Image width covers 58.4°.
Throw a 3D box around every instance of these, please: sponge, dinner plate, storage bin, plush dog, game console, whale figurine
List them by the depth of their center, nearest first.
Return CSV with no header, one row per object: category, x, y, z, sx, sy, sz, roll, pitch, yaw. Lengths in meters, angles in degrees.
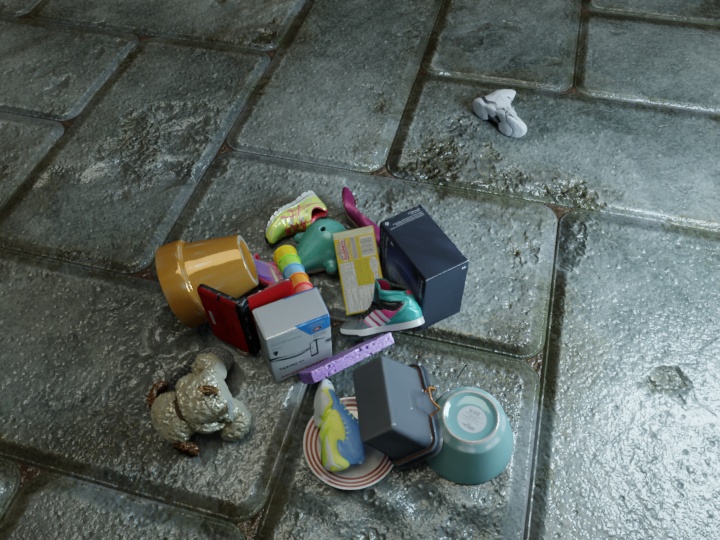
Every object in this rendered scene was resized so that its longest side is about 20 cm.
storage bin,0.069,0.265,1.266,0.145,0.134,0.201,-31,48,26
plush dog,-0.345,0.283,1.312,0.171,0.160,0.200,-32,78,5
dinner plate,-0.019,0.357,1.333,0.199,0.024,0.201,-1,53,2
sponge,-0.032,0.192,1.402,0.199,0.112,0.030,-23,88,-20
game console,-0.243,0.084,1.421,0.172,0.200,0.119,22,55,18
whale figurine,-0.116,-0.052,1.602,0.200,0.104,0.159,-35,59,-20

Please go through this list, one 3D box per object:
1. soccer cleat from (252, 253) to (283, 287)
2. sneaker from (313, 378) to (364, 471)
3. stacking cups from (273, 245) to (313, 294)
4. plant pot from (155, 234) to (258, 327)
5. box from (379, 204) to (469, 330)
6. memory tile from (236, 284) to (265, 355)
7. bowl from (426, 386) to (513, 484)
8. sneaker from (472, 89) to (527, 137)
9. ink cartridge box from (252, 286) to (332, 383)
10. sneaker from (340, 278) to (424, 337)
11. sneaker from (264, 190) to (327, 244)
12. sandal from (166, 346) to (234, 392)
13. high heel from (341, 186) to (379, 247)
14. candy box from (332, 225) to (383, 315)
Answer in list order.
soccer cleat,-0.200,0.020,1.552,0.199,0.067,0.077,23,66,23
sneaker,-0.037,0.316,1.319,0.105,0.076,0.201,6,50,-18
stacking cups,-0.146,0.017,1.478,0.060,0.061,0.200,-19,39,-13
plant pot,-0.342,0.007,1.483,0.183,0.200,0.201,-21,53,1
box,0.140,-0.006,1.496,0.123,0.200,0.199,-25,55,-17
memory tile,-0.245,0.105,1.540,0.153,0.017,0.200,-19,55,-12
bowl,0.218,0.316,1.305,0.200,0.105,0.201,-1,51,2
sneaker,0.443,-0.481,1.933,0.115,0.075,0.200,-35,56,-20
ink cartridge box,-0.142,0.143,1.392,0.146,0.200,0.084,-21,57,-14
sneaker,0.037,0.080,1.454,0.199,0.084,0.121,-11,94,20
sneaker,-0.166,-0.130,1.684,0.090,0.078,0.200,38,64,19
sandal,-0.370,0.236,1.419,0.200,0.045,0.075,-35,86,-7
high heel,0.010,-0.142,1.690,0.096,0.067,0.201,-16,68,2
candy box,0.000,0.000,1.537,0.102,0.026,0.201,-11,83,11
